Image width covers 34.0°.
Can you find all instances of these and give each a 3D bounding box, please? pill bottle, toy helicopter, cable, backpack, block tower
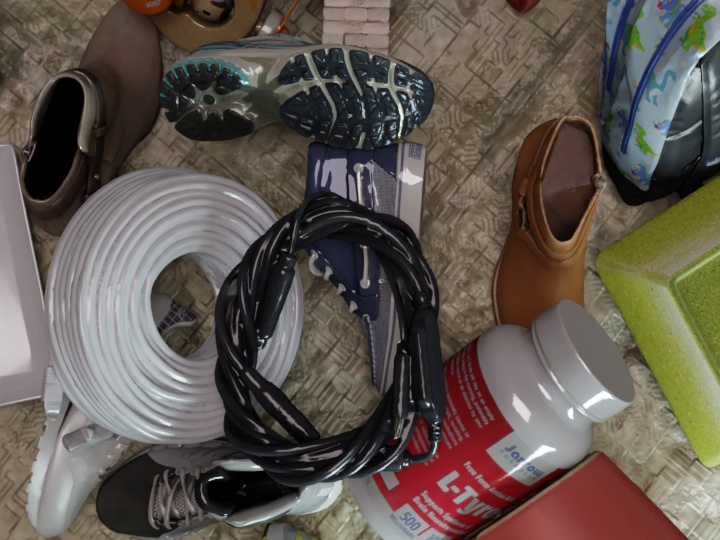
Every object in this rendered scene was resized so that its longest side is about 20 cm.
[{"bbox_3d":[0.092,0.111,0.841,0.200,0.112,0.113,-39,87,25],"label":"pill bottle"},{"bbox_3d":[-0.076,-0.220,0.885,0.199,0.079,0.133,-20,118,31],"label":"toy helicopter"},{"bbox_3d":[-0.132,0.025,0.853,0.198,0.069,0.203,-4,93,-39],"label":"cable"},{"bbox_3d":[0.247,-0.155,0.850,0.162,0.200,0.155,-29,79,-1],"label":"backpack"},{"bbox_3d":[-0.005,-0.159,0.920,0.057,0.054,0.203,1,87,-1],"label":"block tower"},{"bbox_3d":[-0.024,0.045,0.819,0.161,0.051,0.202,-9,79,11],"label":"cable"}]

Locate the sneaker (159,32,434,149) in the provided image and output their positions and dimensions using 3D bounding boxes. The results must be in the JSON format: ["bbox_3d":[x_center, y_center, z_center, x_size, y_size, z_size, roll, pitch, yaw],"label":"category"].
[{"bbox_3d":[-0.042,-0.144,0.856,0.198,0.087,0.078,5,127,9],"label":"sneaker"}]

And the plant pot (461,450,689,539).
[{"bbox_3d":[0.163,0.242,0.840,0.199,0.200,0.178,-33,79,-2],"label":"plant pot"}]

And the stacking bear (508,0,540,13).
[{"bbox_3d":[0.188,-0.308,0.908,0.199,0.114,0.122,-29,87,-7],"label":"stacking bear"}]

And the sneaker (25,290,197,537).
[{"bbox_3d":[-0.192,0.110,0.893,0.080,0.076,0.202,20,85,-7],"label":"sneaker"}]

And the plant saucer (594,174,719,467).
[{"bbox_3d":[0.310,0.025,0.892,0.199,0.048,0.201,-32,102,-3],"label":"plant saucer"}]

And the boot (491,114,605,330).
[{"bbox_3d":[0.140,-0.012,0.862,0.073,0.155,0.203,-3,87,-1],"label":"boot"}]

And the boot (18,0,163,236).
[{"bbox_3d":[-0.198,-0.123,0.870,0.069,0.146,0.202,9,86,2],"label":"boot"}]

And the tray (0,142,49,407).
[{"bbox_3d":[-0.303,0.009,0.923,0.106,0.022,0.202,-12,87,-1],"label":"tray"}]

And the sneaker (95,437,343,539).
[{"bbox_3d":[-0.118,0.157,0.857,0.198,0.115,0.076,-12,83,11],"label":"sneaker"}]

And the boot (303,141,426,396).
[{"bbox_3d":[0.000,0.000,0.889,0.089,0.073,0.202,4,106,5],"label":"boot"}]

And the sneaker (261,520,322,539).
[{"bbox_3d":[-0.046,0.255,0.831,0.076,0.201,0.076,12,122,-1],"label":"sneaker"}]
